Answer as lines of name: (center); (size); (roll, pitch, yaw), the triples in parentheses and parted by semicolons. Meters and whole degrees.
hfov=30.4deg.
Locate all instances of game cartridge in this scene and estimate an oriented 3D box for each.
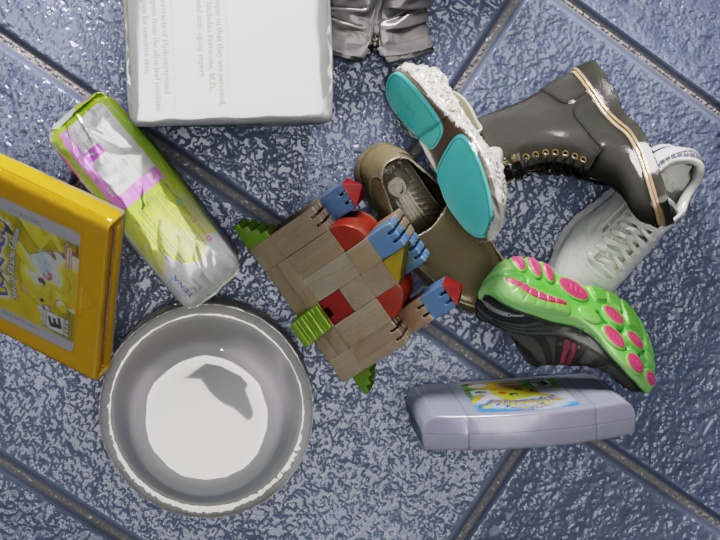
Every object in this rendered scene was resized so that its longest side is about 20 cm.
game cartridge: (0.148, 0.132, 1.240); (0.198, 0.133, 0.041); (-4, 103, -6)
game cartridge: (-0.301, -0.013, 1.161); (0.199, 0.032, 0.177); (23, 127, 14)

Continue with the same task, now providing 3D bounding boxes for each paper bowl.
paper bowl: (-0.142, 0.129, 1.227); (0.199, 0.104, 0.203); (-1, 96, -5)

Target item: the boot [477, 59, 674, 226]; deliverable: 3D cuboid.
boot: (0.190, -0.093, 1.216); (0.137, 0.201, 0.078); (-23, 134, 1)

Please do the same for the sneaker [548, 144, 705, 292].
sneaker: (0.250, -0.037, 1.262); (0.076, 0.081, 0.201); (35, 95, -10)

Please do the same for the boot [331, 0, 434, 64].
boot: (0.058, -0.265, 1.239); (0.198, 0.070, 0.133); (-7, 101, 4)

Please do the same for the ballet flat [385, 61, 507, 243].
ballet flat: (0.093, -0.116, 1.210); (0.071, 0.072, 0.201); (-27, 64, -2)

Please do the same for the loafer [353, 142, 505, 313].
loafer: (0.069, -0.035, 1.250); (0.076, 0.067, 0.200); (-45, 97, 0)

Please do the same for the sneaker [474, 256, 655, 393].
sneaker: (0.194, 0.056, 1.247); (0.199, 0.084, 0.077); (31, 48, -14)

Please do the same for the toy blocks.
toy blocks: (0.000, 0.000, 1.208); (0.136, 0.100, 0.201); (-33, 97, 20)

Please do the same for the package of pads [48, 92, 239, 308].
package of pads: (-0.186, -0.064, 1.180); (0.068, 0.155, 0.200); (-39, 97, -1)

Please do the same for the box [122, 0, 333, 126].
box: (-0.116, -0.225, 1.151); (0.170, 0.199, 0.202); (-3, 97, -6)
